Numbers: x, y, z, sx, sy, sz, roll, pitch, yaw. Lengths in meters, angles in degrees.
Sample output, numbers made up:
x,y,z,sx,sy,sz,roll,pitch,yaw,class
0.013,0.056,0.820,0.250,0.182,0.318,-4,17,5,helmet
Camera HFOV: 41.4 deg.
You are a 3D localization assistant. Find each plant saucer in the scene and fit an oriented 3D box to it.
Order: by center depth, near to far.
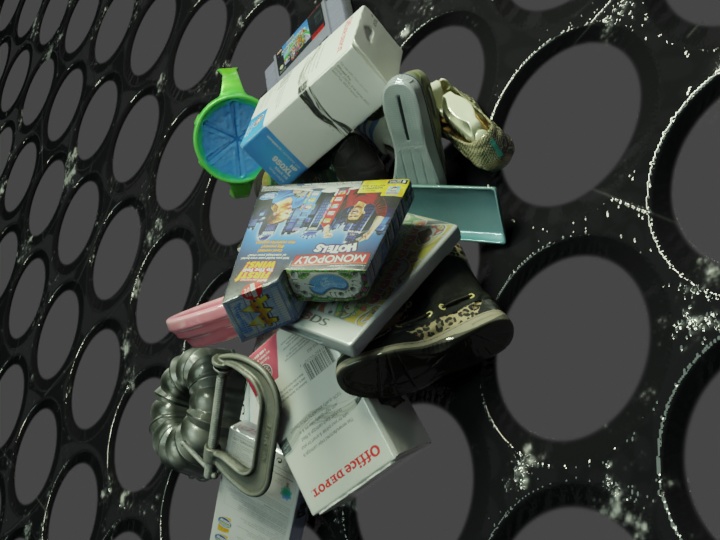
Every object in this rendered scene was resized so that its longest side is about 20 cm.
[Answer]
x,y,z,sx,sy,sz,roll,pitch,yaw,class
0.080,-0.071,1.113,0.197,0.071,0.019,5,33,36,plant saucer
-0.167,0.059,1.315,0.199,0.199,0.052,-16,94,47,plant saucer

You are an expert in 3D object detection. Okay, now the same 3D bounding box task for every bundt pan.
x,y,z,sx,sy,sz,roll,pitch,yaw,class
-0.250,0.207,1.421,0.200,0.075,0.206,-25,56,42,bundt pan

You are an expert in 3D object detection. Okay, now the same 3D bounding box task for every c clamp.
x,y,z,sx,sy,sz,roll,pitch,yaw,class
-0.159,0.181,1.143,0.170,0.027,0.203,36,123,35,c clamp

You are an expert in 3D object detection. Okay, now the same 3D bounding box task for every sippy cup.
x,y,z,sx,sy,sz,roll,pitch,yaw,class
-0.199,-0.217,1.504,0.180,0.138,0.130,-59,19,8,sippy cup

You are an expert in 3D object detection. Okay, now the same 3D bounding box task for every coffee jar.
x,y,z,sx,sy,sz,roll,pitch,yaw,class
-0.058,-0.118,1.302,0.198,0.105,0.086,-7,40,49,coffee jar

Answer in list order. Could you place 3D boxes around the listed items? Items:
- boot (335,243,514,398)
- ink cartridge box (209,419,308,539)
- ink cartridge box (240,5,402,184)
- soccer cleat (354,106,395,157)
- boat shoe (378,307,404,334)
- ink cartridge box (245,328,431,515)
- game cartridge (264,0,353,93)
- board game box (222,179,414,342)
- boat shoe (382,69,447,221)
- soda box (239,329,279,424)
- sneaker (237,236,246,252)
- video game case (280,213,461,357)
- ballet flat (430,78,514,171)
x,y,z,sx,sy,sz,roll,pitch,yaw,class
0.055,0.049,1.056,0.196,0.074,0.152,-20,44,-1,boot
-0.125,0.303,1.187,0.118,0.042,0.204,20,104,28,ink cartridge box
-0.046,-0.220,1.203,0.199,0.084,0.146,-37,23,26,ink cartridge box
0.025,-0.190,1.265,0.069,0.087,0.200,-31,18,-5,soccer cleat
-0.004,0.076,1.181,0.199,0.071,0.066,-34,43,34,boat shoe
-0.031,0.154,1.102,0.144,0.084,0.202,-40,70,30,ink cartridge box
-0.080,-0.330,1.488,0.199,0.038,0.132,-40,50,34,game cartridge
-0.056,-0.012,1.034,0.196,0.062,0.202,0,43,28,board game box
0.076,-0.138,1.131,0.071,0.062,0.204,9,121,34,boat shoe
-0.115,0.179,1.274,0.068,0.063,0.204,-4,71,50,soda box
-0.128,-0.029,1.378,0.073,0.084,0.200,-51,13,7,sneaker
-0.012,0.000,1.066,0.180,0.023,0.200,16,51,40,video game case
0.114,-0.188,1.142,0.068,0.076,0.200,-40,40,0,ballet flat
